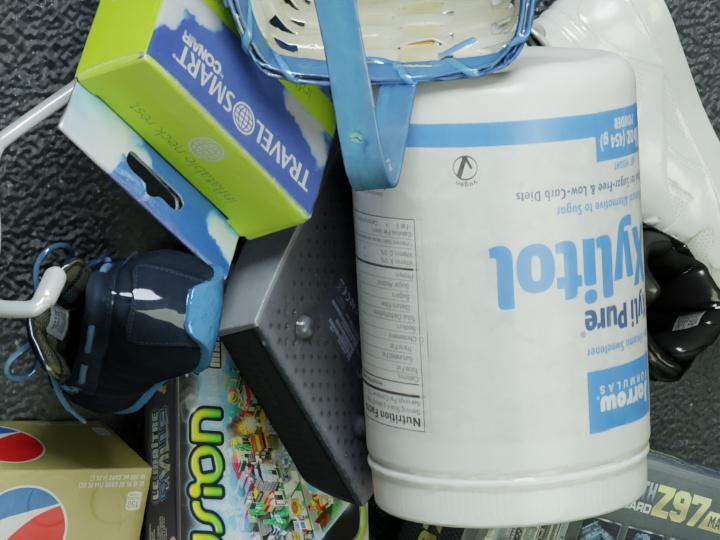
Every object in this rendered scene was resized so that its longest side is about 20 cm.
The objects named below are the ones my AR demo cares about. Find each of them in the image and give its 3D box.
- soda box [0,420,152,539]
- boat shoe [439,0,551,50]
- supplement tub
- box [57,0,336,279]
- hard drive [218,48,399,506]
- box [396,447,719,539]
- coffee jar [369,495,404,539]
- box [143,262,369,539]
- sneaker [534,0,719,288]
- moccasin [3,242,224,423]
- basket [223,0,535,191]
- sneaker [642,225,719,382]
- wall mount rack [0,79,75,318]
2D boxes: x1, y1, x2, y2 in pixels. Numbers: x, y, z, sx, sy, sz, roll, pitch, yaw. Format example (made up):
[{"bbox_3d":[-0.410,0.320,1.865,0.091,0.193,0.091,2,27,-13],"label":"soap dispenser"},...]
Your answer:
[{"bbox_3d":[-0.203,0.112,1.232,0.200,0.064,0.068,1,109,-32],"label":"soda box"},{"bbox_3d":[0.062,-0.099,1.272,0.074,0.065,0.200,-24,108,-56],"label":"boat shoe"},{"bbox_3d":[0.063,0.004,1.186,0.132,0.132,0.200,-9,100,-28],"label":"supplement tub"},{"bbox_3d":[-0.056,-0.111,1.170,0.122,0.048,0.200,44,46,-36],"label":"box"},{"bbox_3d":[0.000,0.000,1.266,0.135,0.042,0.200,61,40,-34],"label":"hard drive"},{"bbox_3d":[0.106,0.161,1.341,0.200,0.051,0.158,17,94,-37],"label":"box"},{"bbox_3d":[-0.011,0.179,1.363,0.200,0.085,0.104,-35,127,-15],"label":"coffee jar"},{"bbox_3d":[-0.050,0.099,1.280,0.110,0.035,0.200,5,78,-33],"label":"box"},{"bbox_3d":[0.127,-0.049,1.364,0.115,0.074,0.200,-32,113,-14],"label":"sneaker"},{"bbox_3d":[-0.117,0.017,1.181,0.068,0.200,0.081,10,74,-18],"label":"moccasin"},{"bbox_3d":[0.003,-0.151,1.073,0.139,0.200,0.177,-1,120,14],"label":"basket"},{"bbox_3d":[0.140,0.045,1.361,0.200,0.111,0.077,63,40,-43],"label":"sneaker"},{"bbox_3d":[-0.151,-0.083,1.123,0.074,0.174,0.200,1,139,13],"label":"wall mount rack"}]
